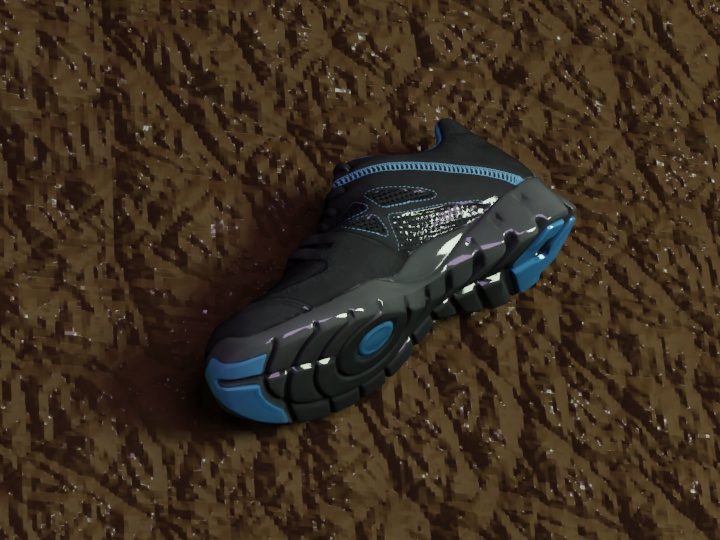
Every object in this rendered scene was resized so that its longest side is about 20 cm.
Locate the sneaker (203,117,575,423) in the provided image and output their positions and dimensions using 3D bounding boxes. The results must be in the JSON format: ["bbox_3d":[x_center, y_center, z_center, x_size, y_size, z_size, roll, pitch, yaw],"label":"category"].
[{"bbox_3d":[0.000,0.000,1.137,0.200,0.073,0.082,-28,63,-37],"label":"sneaker"}]
